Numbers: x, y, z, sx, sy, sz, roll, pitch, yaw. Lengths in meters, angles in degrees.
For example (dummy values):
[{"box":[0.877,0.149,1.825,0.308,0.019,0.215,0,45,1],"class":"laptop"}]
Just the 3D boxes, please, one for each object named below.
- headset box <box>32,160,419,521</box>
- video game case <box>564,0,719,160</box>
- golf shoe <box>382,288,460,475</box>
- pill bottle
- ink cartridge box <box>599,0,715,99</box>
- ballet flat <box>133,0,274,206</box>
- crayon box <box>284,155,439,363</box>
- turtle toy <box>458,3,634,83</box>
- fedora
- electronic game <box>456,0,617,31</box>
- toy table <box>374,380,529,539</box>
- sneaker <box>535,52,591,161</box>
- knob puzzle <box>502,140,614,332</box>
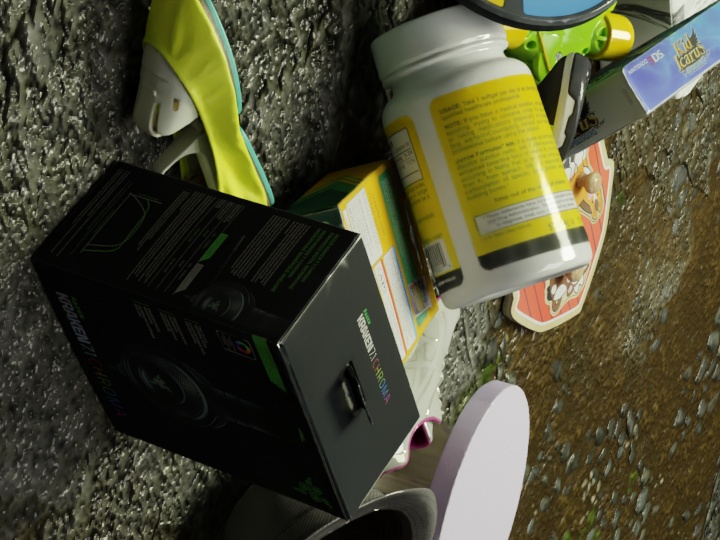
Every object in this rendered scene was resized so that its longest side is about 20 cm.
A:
[{"box":[-0.072,0.045,1.178,0.093,0.200,0.174,-54,146,-30],"class":"headset box"},{"box":[0.201,-0.140,1.575,0.200,0.181,0.046,-35,93,-47],"class":"video game case"},{"box":[0.030,0.084,1.458,0.092,0.075,0.200,56,37,-7],"class":"golf shoe"},{"box":[0.082,-0.082,1.383,0.114,0.114,0.200,-13,84,-56],"class":"pill bottle"},{"box":[0.270,-0.274,1.697,0.146,0.084,0.200,-47,142,-37],"class":"ink cartridge box"},{"box":[-0.104,-0.090,1.199,0.067,0.067,0.200,-34,139,-18],"class":"ballet flat"},{"box":[0.000,0.000,1.339,0.200,0.051,0.126,-47,123,-72],"class":"crayon box"},{"box":[0.133,-0.205,1.487,0.145,0.101,0.200,3,106,-35],"class":"turtle toy"},{"box":[-0.037,0.196,1.394,0.177,0.090,0.200,-30,148,-17],"class":"fedora"},{"box":[0.113,-0.263,1.372,0.200,0.200,0.042,-55,-173,-28],"class":"electronic game"},{"box":[0.046,0.173,1.522,0.184,0.117,0.200,40,69,-58],"class":"toy table"},{"box":[0.104,-0.091,1.467,0.072,0.083,0.200,-71,-172,-50],"class":"sneaker"},{"box":[0.188,-0.028,1.742,0.220,0.030,0.220,-35,133,-48],"class":"knob puzzle"}]
